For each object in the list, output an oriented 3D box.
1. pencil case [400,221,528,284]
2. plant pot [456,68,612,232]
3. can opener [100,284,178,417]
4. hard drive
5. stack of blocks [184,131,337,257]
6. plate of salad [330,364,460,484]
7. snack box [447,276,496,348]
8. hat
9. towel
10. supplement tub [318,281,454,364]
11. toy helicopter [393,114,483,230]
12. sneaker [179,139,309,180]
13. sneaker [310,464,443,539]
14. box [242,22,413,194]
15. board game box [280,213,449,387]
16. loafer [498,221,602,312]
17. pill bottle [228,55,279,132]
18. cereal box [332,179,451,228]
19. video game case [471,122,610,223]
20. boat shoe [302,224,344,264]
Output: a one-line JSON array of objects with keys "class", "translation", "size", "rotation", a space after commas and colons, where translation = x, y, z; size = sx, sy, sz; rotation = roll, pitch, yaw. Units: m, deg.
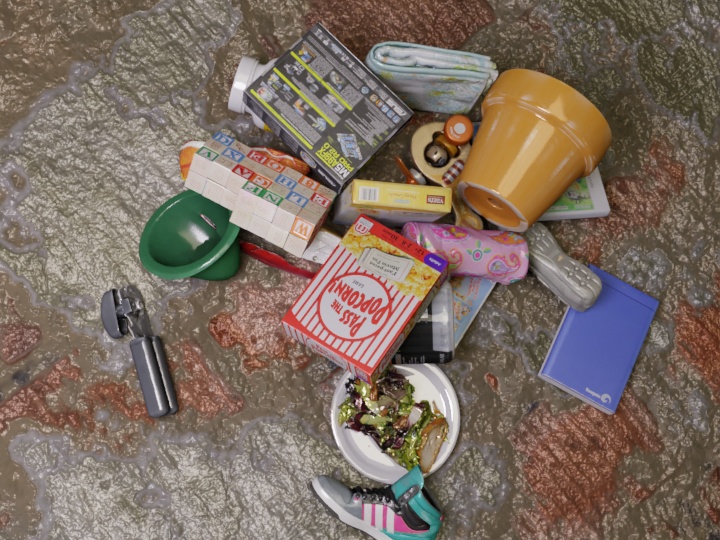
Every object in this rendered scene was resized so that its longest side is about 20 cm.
[{"class": "pencil case", "translation": [0.153, -0.026, 1.448], "size": [0.199, 0.087, 0.088], "rotation": [4, 76, -19]}, {"class": "plant pot", "translation": [0.244, -0.166, 1.440], "size": [0.200, 0.200, 0.184], "rotation": [34, 79, -1]}, {"class": "can opener", "translation": [-0.324, 0.119, 1.392], "size": [0.067, 0.053, 0.201], "rotation": [-20, 80, 19]}, {"class": "hard drive", "translation": [0.380, 0.108, 1.524], "size": [0.131, 0.025, 0.201], "rotation": [28, 74, -3]}, {"class": "stack of blocks", "translation": [-0.145, -0.110, 1.370], "size": [0.199, 0.059, 0.115], "rotation": [28, 32, 1]}, {"class": "plate of salad", "translation": [0.055, 0.216, 1.430], "size": [0.199, 0.048, 0.201], "rotation": [2, 77, -9]}, {"class": "snack box", "translation": [0.162, 0.033, 1.503], "size": [0.072, 0.024, 0.201], "rotation": [35, 74, -1]}, {"class": "hat", "translation": [-0.209, -0.008, 1.450], "size": [0.199, 0.176, 0.166], "rotation": [21, 67, 37]}, {"class": "towel", "translation": [0.096, -0.294, 1.492], "size": [0.199, 0.171, 0.048], "rotation": [7, 78, -9]}, {"class": "supplement tub", "translation": [0.038, 0.077, 1.408], "size": [0.199, 0.123, 0.123], "rotation": [-1, 77, 4]}, {"class": "toy helicopter", "translation": [0.133, -0.137, 1.512], "size": [0.132, 0.079, 0.201], "rotation": [-19, 82, -10]}, {"class": "sneaker", "translation": [-0.177, -0.154, 1.473], "size": [0.199, 0.073, 0.078], "rotation": [3, 92, -2]}, {"class": "sneaker", "translation": [0.038, 0.320, 1.366], "size": [0.199, 0.084, 0.121], "rotation": [34, 97, -8]}, {"class": "box", "translation": [-0.047, -0.238, 1.402], "size": [0.200, 0.044, 0.160], "rotation": [43, 75, 2]}, {"class": "board game box", "translation": [0.009, 0.038, 1.335], "size": [0.151, 0.046, 0.200], "rotation": [29, 69, 18]}, {"class": "loafer", "translation": [0.291, -0.013, 1.515], "size": [0.070, 0.070, 0.200], "rotation": [-29, 65, -30]}, {"class": "pill bottle", "translation": [-0.097, -0.259, 1.479], "size": [0.199, 0.112, 0.113], "rotation": [16, 75, -6]}, {"class": "cereal box", "translation": [0.041, -0.095, 1.420], "size": [0.143, 0.200, 0.040], "rotation": [4, 85, -10]}, {"class": "video game case", "translation": [0.288, -0.164, 1.552], "size": [0.199, 0.022, 0.183], "rotation": [-4, 64, -11]}, {"class": "boat shoe", "translation": [0.000, 0.000, 1.466], "size": [0.199, 0.071, 0.070], "rotation": [28, 98, -8]}]
